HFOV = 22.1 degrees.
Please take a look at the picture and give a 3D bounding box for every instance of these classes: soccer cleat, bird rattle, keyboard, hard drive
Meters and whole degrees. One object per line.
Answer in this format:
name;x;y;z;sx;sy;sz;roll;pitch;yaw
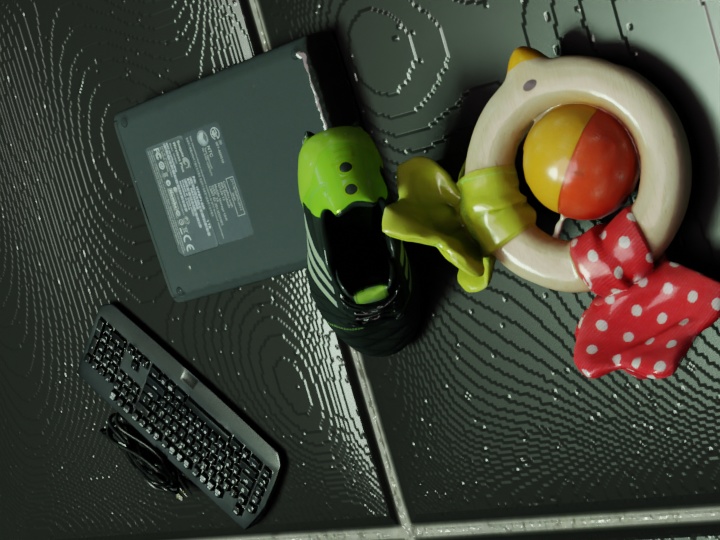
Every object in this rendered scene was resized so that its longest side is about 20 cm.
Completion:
soccer cleat;0.000;0.000;1.101;0.201;0.067;0.081;76;180;-50
bird rattle;0.117;-0.034;1.016;0.199;0.112;0.164;25;105;31
keyboard;-0.145;0.120;1.349;0.200;0.039;0.105;39;127;27
hard drive;-0.074;-0.064;1.221;0.199;0.033;0.141;-15;95;45
